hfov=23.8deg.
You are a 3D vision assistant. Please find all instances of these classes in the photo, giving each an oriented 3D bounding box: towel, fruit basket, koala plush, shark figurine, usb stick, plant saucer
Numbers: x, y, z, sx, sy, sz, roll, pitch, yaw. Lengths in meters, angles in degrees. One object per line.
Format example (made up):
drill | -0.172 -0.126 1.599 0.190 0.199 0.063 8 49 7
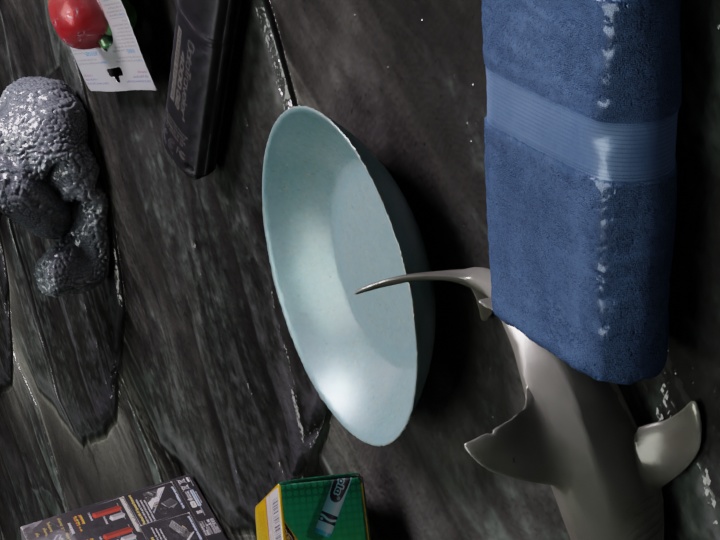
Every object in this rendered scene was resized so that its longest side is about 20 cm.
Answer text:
towel | 0.095 -0.058 0.723 0.112 0.048 0.201 39 138 54
fruit basket | -0.214 -0.233 1.308 0.201 0.094 0.185 64 161 -15
koala plush | -0.342 -0.074 1.526 0.178 0.199 0.184 55 150 39
shark figurine | 0.075 0.060 0.798 0.215 0.089 0.128 61 152 26
usb stick | -0.107 -0.141 1.158 0.056 0.033 0.200 54 150 27
plant saucer | 0.000 0.000 0.992 0.201 0.039 0.202 45 142 50

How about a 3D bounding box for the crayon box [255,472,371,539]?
crayon box | -0.025 0.240 1.101 0.119 0.058 0.201 126 138 -72

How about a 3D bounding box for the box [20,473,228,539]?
box | -0.173 0.271 1.408 0.200 0.157 0.050 52 148 41
